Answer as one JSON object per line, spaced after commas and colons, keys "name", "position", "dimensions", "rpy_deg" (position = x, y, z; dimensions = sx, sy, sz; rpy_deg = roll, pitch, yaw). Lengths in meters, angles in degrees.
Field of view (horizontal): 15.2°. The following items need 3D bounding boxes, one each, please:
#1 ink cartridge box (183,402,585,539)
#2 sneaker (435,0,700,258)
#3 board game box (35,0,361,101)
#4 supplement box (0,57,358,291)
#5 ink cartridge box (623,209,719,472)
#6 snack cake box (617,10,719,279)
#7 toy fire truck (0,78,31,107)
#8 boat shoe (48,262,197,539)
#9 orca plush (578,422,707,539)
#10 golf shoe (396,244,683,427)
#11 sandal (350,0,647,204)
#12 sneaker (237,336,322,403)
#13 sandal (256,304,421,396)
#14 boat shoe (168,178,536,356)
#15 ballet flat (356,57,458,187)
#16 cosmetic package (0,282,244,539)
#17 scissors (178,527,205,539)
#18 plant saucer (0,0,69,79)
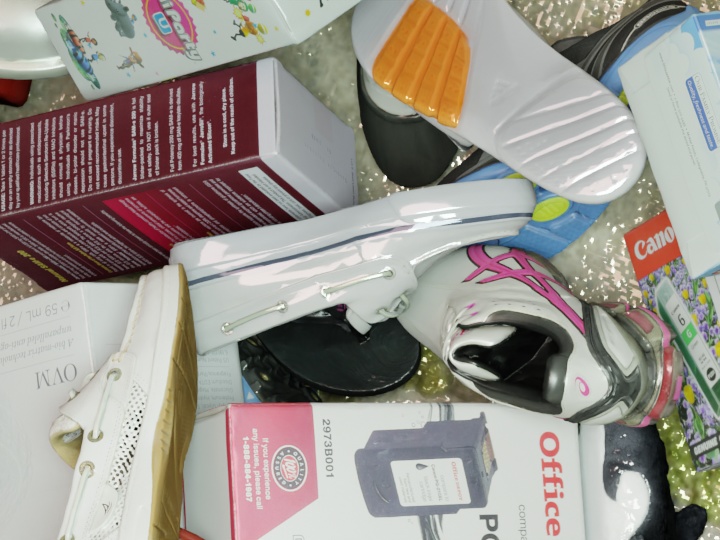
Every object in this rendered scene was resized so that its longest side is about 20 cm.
{"name": "ink cartridge box", "position": [0.015, 0.144, 1.402], "dimensions": [0.199, 0.084, 0.146], "rpy_deg": [1, 79, -23]}
{"name": "sneaker", "position": [0.114, -0.074, 1.463], "dimensions": [0.071, 0.083, 0.200], "rpy_deg": [38, 117, -22]}
{"name": "board game box", "position": [-0.058, -0.162, 1.439], "dimensions": [0.200, 0.147, 0.064], "rpy_deg": [-11, 112, 53]}
{"name": "supplement box", "position": [-0.113, -0.050, 1.471], "dimensions": [0.199, 0.109, 0.061], "rpy_deg": [-12, 66, 20]}
{"name": "ink cartridge box", "position": [0.192, -0.007, 1.403], "dimensions": [0.109, 0.050, 0.201], "rpy_deg": [-34, 69, 56]}
{"name": "snack cake box", "position": [0.236, -0.070, 1.345], "dimensions": [0.067, 0.199, 0.115], "rpy_deg": [-35, 70, 50]}
{"name": "toy fire truck", "position": [-0.288, -0.089, 1.550], "dimensions": [0.199, 0.168, 0.113], "rpy_deg": [15, 90, 21]}
{"name": "boat shoe", "position": [-0.122, 0.079, 1.342], "dimensions": [0.069, 0.071, 0.201], "rpy_deg": [-1, 50, 8]}
{"name": "orca plush", "position": [0.147, 0.127, 1.443], "dimensions": [0.105, 0.071, 0.201], "rpy_deg": [142, 127, -59]}
{"name": "golf shoe", "position": [0.073, 0.029, 1.405], "dimensions": [0.200, 0.092, 0.073], "rpy_deg": [19, 103, 51]}
{"name": "sandal", "position": [0.074, -0.090, 1.411], "dimensions": [0.079, 0.059, 0.207], "rpy_deg": [-46, 58, 0]}
{"name": "sneaker", "position": [-0.038, 0.125, 1.492], "dimensions": [0.072, 0.072, 0.201], "rpy_deg": [-35, 71, 21]}
{"name": "sandal", "position": [-0.047, -0.006, 1.510], "dimensions": [0.075, 0.048, 0.200], "rpy_deg": [-42, 71, -9]}
{"name": "boat shoe", "position": [0.000, 0.000, 1.424], "dimensions": [0.199, 0.074, 0.067], "rpy_deg": [-12, 87, 12]}
{"name": "ballet flat", "position": [0.028, -0.148, 1.496], "dimensions": [0.068, 0.068, 0.201], "rpy_deg": [5, 86, 18]}
{"name": "cosmetic package", "position": [-0.167, 0.123, 1.479], "dimensions": [0.199, 0.123, 0.201], "rpy_deg": [-16, 79, 39]}
{"name": "scissors", "position": [-0.156, 0.148, 1.378], "dimensions": [0.199, 0.014, 0.074], "rpy_deg": [16, 94, 29]}
{"name": "plant saucer", "position": [-0.189, -0.205, 1.542], "dimensions": [0.199, 0.050, 0.201], "rpy_deg": [0, 62, 0]}
